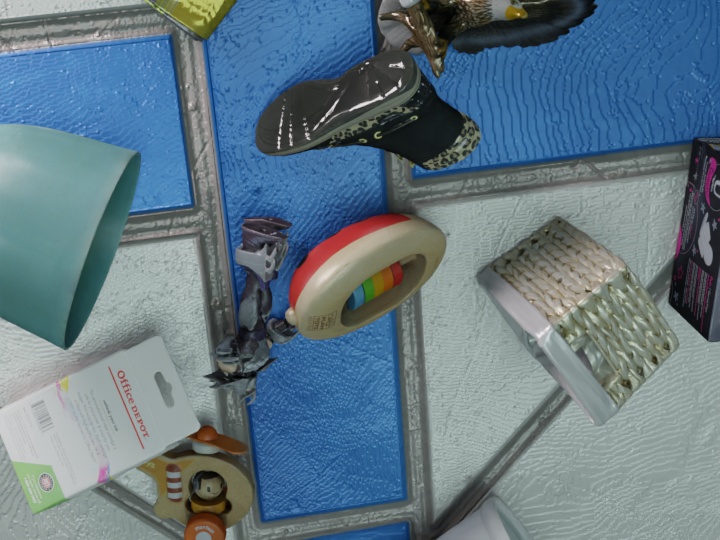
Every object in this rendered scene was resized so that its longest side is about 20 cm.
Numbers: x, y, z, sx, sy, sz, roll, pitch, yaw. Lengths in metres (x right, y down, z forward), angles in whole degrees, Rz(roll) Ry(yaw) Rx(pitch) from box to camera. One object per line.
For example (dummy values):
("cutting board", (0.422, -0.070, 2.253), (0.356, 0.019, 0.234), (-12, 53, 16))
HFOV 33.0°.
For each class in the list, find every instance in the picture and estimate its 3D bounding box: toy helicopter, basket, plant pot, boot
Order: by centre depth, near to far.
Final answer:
("plant pot", (-0.320, -0.048, 1.167), (0.159, 0.201, 0.203), (21, 107, -4))
("boot", (0.009, -0.139, 1.240), (0.201, 0.075, 0.153), (-18, 150, 32))
("basket", (0.231, 0.046, 1.295), (0.123, 0.200, 0.136), (-38, 113, 2))
("toy helicopter", (-0.207, 0.214, 1.351), (0.198, 0.079, 0.133), (28, 111, -6))

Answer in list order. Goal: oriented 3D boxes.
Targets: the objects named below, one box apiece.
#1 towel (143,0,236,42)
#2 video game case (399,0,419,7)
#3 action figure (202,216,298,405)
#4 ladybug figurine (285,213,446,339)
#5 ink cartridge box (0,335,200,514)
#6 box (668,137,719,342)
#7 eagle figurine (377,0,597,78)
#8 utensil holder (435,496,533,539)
("towel", (-0.151, -0.335, 1.170), (0.143, 0.023, 0.201), (36, 101, -20))
("video game case", (0.069, -0.369, 1.111), (0.199, 0.024, 0.183), (-37, 103, -21))
("action figure", (-0.111, 0.049, 1.281), (0.068, 0.130, 0.203), (12, 107, 15))
("ladybug figurine", (0.000, 0.000, 1.275), (0.198, 0.072, 0.137), (-26, 150, -29))
("ink cartridge box", (-0.272, 0.161, 1.295), (0.198, 0.067, 0.119), (-25, 84, 1))
("box", (0.434, -0.033, 1.343), (0.130, 0.115, 0.203), (0, 112, -10))
("eagle figurine", (0.126, -0.274, 1.205), (0.199, 0.151, 0.152), (-36, 161, -26))
("utensil holder", (0.124, 0.394, 1.428), (0.199, 0.170, 0.171), (-36, 113, 7))
